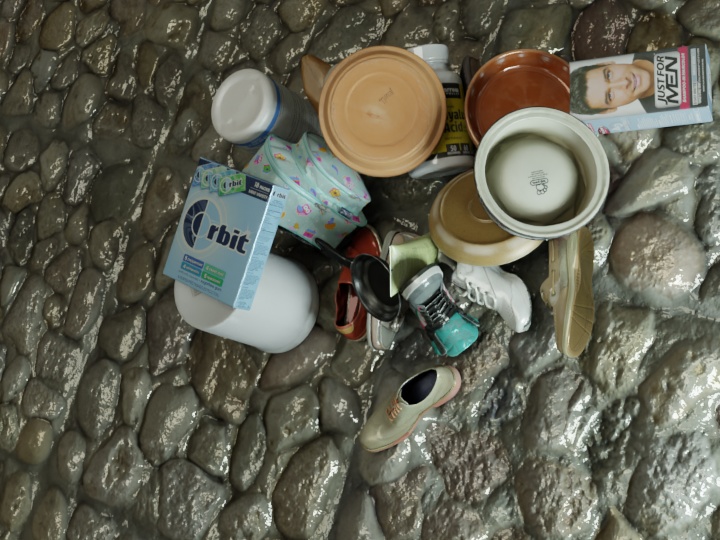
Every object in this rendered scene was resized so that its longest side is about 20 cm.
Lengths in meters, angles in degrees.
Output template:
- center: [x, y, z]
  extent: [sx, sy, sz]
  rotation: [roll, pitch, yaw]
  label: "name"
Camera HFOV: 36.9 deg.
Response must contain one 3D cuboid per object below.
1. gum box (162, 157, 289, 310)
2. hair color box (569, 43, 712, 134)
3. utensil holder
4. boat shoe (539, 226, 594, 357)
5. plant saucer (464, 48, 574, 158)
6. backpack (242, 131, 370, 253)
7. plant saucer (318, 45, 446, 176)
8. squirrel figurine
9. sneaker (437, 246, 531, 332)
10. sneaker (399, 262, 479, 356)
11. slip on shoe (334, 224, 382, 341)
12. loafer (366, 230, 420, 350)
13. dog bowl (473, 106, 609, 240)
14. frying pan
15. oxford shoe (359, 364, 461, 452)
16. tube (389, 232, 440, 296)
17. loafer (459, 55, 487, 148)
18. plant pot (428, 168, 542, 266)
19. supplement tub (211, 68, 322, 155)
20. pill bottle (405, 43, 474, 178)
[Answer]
- center: [-0.216, -0.060, 1.711]
  extent: [0.169, 0.044, 0.201]
  rotation: [23, 95, 35]
  label: "gum box"
- center: [0.413, -0.265, 1.594]
  extent: [0.199, 0.061, 0.100]
  rotation: [-4, 75, 24]
  label: "hair color box"
- center: [-0.192, 0.040, 1.828]
  extent: [0.169, 0.200, 0.171]
  rotation: [-9, 72, 29]
  label: "utensil holder"
- center: [0.303, 0.032, 1.596]
  extent: [0.065, 0.072, 0.201]
  rotation: [-7, 68, 36]
  label: "boat shoe"
- center: [0.259, -0.245, 1.671]
  extent: [0.199, 0.032, 0.202]
  rotation: [0, 77, -2]
  label: "plant saucer"
- center: [-0.091, -0.138, 1.783]
  extent: [0.154, 0.199, 0.176]
  rotation: [-52, 35, 27]
  label: "backpack"
- center: [0.034, -0.247, 1.666]
  extent: [0.199, 0.032, 0.202]
  rotation: [0, 90, 4]
  label: "plant saucer"
- center: [0.005, -0.256, 1.792]
  extent: [0.141, 0.187, 0.201]
  rotation: [-9, 77, 21]
  label: "squirrel figurine"
- center: [0.189, 0.024, 1.648]
  extent: [0.200, 0.087, 0.075]
  rotation: [54, 149, 36]
  label: "sneaker"
- center: [0.123, 0.068, 1.635]
  extent: [0.084, 0.200, 0.121]
  rotation: [-39, 73, -2]
  label: "sneaker"
- center: [-0.006, 0.016, 1.799]
  extent: [0.074, 0.061, 0.201]
  rotation: [-2, 74, 35]
  label: "slip on shoe"
- center: [0.058, 0.032, 1.752]
  extent: [0.063, 0.072, 0.201]
  rotation: [5, 77, 28]
  label: "loafer"
- center: [0.261, -0.135, 1.591]
  extent: [0.199, 0.074, 0.201]
  rotation: [0, 76, -2]
  label: "dog bowl"
- center: [0.003, 0.016, 1.709]
  extent: [0.190, 0.031, 0.116]
  rotation: [21, 128, 47]
  label: "frying pan"
- center: [0.063, 0.211, 1.694]
  extent: [0.200, 0.074, 0.071]
  rotation: [-44, 58, 15]
  label: "oxford shoe"
- center: [0.086, -0.022, 1.667]
  extent: [0.052, 0.200, 0.058]
  rotation: [-41, 84, 29]
  label: "tube"
- center: [0.208, -0.261, 1.744]
  extent: [0.071, 0.073, 0.201]
  rotation: [-9, 66, -8]
  label: "loafer"
- center: [0.201, -0.094, 1.667]
  extent: [0.199, 0.028, 0.201]
  rotation: [-8, 52, 11]
  label: "plant pot"
- center: [-0.153, -0.258, 1.883]
  extent: [0.131, 0.200, 0.133]
  rotation: [-10, 72, 31]
  label: "supplement tub"
- center: [0.116, -0.256, 1.740]
  extent: [0.111, 0.111, 0.201]
  rotation: [-12, 86, 29]
  label: "pill bottle"
